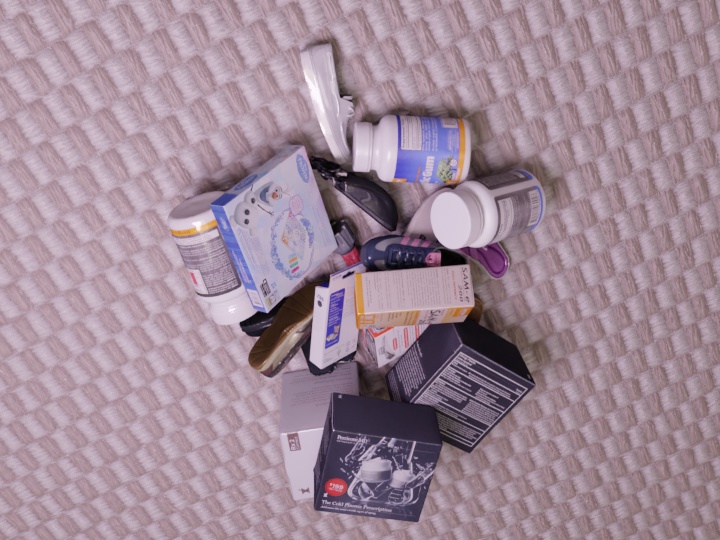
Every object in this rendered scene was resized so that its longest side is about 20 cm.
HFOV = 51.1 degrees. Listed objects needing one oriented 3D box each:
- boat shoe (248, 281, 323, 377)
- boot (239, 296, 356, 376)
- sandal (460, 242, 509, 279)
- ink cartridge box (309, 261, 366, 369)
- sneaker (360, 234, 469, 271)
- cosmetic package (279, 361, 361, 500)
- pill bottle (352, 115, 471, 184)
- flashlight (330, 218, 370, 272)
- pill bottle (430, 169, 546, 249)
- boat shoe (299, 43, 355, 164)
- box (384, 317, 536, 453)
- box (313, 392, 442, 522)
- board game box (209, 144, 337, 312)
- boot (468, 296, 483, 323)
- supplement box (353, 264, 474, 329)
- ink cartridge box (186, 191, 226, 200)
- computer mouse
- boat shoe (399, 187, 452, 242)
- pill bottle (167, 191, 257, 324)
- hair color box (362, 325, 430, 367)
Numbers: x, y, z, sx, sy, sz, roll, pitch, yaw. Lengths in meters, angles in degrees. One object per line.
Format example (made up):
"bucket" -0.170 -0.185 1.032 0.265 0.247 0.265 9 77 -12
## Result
"boat shoe" -0.124 0.109 1.387 0.200 0.073 0.065 -47 137 -8
"boot" -0.119 0.136 1.469 0.196 0.077 0.171 -20 112 -2
"sandal" 0.225 -0.051 1.397 0.201 0.049 0.084 34 79 -37
"ink cartridge box" -0.041 0.073 1.371 0.098 0.039 0.204 -22 131 -42
"sneaker" 0.099 -0.025 1.307 0.195 0.082 0.072 1 92 -21
"cosmetic package" -0.068 0.314 1.492 0.160 0.201 0.169 -9 117 0
"pill bottle" 0.085 -0.209 1.300 0.194 0.113 0.115 1 116 -5
"flashlight" 0.000 0.000 1.416 0.067 0.069 0.202 -7 128 38
"pill bottle" 0.222 -0.105 1.313 0.197 0.113 0.116 -16 123 -37
"boat shoe" -0.044 -0.284 1.283 0.067 0.072 0.204 -17 107 5
"box" 0.185 0.207 1.418 0.198 0.124 0.199 29 115 -27
"box" 0.026 0.333 1.335 0.195 0.105 0.186 9 116 -8
"board game box" -0.137 -0.072 1.259 0.043 0.199 0.204 9 129 40
"boot" 0.190 0.147 1.503 0.072 0.076 0.203 23 111 -13
"supplement box" 0.087 0.048 1.287 0.194 0.126 0.076 -4 74 -2
"ink cartridge box" -0.212 -0.066 1.360 0.195 0.084 0.148 -11 116 0
"computer mouse" 0.002 -0.143 1.333 0.199 0.138 0.053 37 91 -29
"boat shoe" 0.103 -0.068 1.400 0.074 0.092 0.201 41 78 -17
"pill bottle" -0.239 -0.019 1.267 0.113 0.117 0.204 -15 115 3
"hair color box" 0.100 0.089 1.421 0.197 0.064 0.112 -28 146 -13
